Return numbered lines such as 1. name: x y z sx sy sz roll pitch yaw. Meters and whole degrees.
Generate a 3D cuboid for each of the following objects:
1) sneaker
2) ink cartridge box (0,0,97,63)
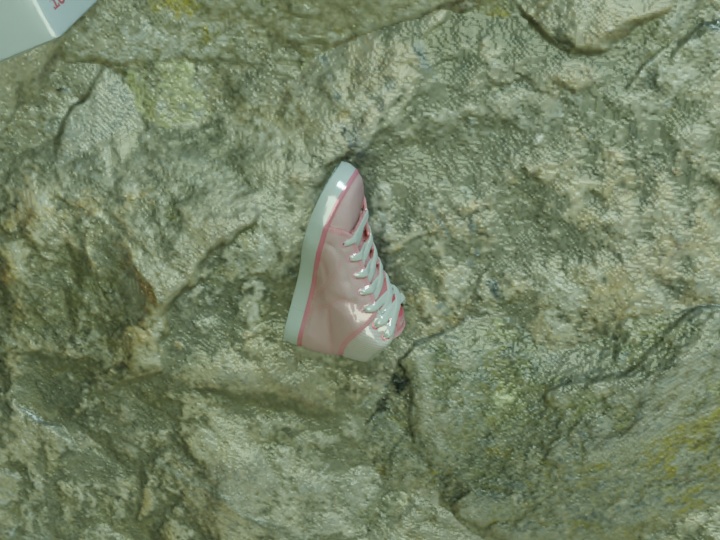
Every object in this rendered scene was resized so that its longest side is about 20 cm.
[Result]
1. sneaker: 0.000 0.000 1.169 0.104 0.076 0.201 21 131 7
2. ink cartridge box: -0.284 -0.278 1.036 0.083 0.145 0.201 -16 115 20
